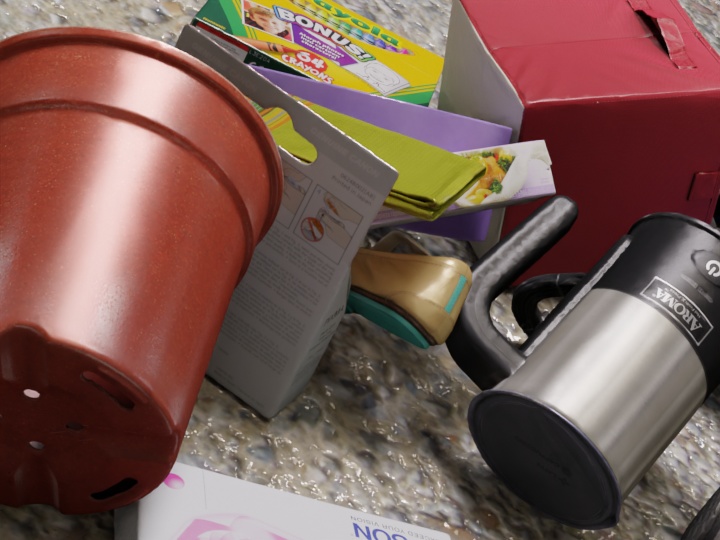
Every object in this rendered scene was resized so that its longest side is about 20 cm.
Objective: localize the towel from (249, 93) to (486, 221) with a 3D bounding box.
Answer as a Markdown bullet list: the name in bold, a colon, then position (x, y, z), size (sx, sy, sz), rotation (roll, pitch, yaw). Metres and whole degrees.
- **towel**: position (-0.026, -0.084, 1.113), size (0.200, 0.018, 0.086), rotation (22, 33, 18)

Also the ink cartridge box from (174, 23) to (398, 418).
- **ink cartridge box**: position (-0.072, -0.031, 1.079), size (0.160, 0.200, 0.047), rotation (36, 32, 11)

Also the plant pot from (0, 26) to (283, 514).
- **plant pot**: position (-0.152, 0.010, 0.949), size (0.200, 0.201, 0.196), rotation (21, 46, -14)

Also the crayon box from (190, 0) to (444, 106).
- **crayon box**: position (-0.038, -0.171, 1.479), size (0.200, 0.058, 0.173), rotation (27, 29, -3)

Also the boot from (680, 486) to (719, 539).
- **boot**: position (0.305, 0.183, 1.213), size (0.132, 0.070, 0.200), rotation (43, 36, 14)

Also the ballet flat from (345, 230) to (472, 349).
- **ballet flat**: position (0.000, 0.000, 1.165), size (0.200, 0.063, 0.069), rotation (21, -19, 47)

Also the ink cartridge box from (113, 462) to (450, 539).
- **ink cartridge box**: position (-0.030, 0.193, 0.926), size (0.196, 0.043, 0.200), rotation (18, 29, -20)

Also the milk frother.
- **milk frother**: position (0.146, 0.072, 1.196), size (0.180, 0.200, 0.188), rotation (34, 59, 22)

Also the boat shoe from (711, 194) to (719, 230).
- **boat shoe**: position (0.285, -0.044, 1.558), size (0.201, 0.061, 0.072), rotation (3, 38, -39)

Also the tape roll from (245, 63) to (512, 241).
- **tape roll**: position (0.002, -0.084, 1.266), size (0.199, 0.085, 0.200), rotation (13, 5, -1)

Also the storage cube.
- **storage cube**: position (0.170, -0.108, 1.399), size (0.179, 0.200, 0.171), rotation (-5, 40, -17)

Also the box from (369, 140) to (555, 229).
- **box**: position (0.035, -0.051, 1.144), size (0.200, 0.041, 0.039), rotation (-10, 86, -30)
